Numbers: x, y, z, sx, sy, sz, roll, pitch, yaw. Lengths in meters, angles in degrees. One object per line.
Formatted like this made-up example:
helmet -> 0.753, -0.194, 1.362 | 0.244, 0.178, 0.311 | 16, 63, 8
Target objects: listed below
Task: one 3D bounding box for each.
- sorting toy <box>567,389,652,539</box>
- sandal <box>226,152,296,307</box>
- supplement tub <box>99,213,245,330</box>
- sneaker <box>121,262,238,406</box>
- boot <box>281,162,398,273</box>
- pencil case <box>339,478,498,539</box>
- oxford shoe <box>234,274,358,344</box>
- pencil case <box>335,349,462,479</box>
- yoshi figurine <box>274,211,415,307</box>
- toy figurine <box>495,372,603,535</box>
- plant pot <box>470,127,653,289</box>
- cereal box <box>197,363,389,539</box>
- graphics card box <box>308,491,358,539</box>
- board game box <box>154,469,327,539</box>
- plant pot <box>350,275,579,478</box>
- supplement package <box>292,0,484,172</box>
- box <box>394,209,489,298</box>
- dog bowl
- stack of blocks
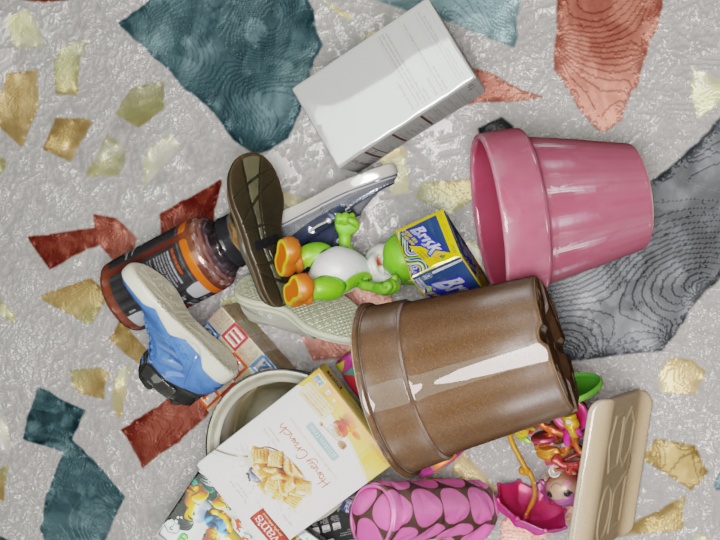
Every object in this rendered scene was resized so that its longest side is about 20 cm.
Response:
sorting toy -> 0.286, 0.233, 1.052 | 0.036, 0.200, 0.185 | 9, 91, 32
sandal -> -0.133, -0.050, 1.162 | 0.055, 0.082, 0.200 | -8, 100, 47
supplement tub -> -0.242, -0.003, 1.217 | 0.200, 0.107, 0.107 | -26, 86, 14
sneaker -> -0.261, 0.091, 1.161 | 0.111, 0.077, 0.200 | -35, 110, 13
boot -> -0.026, -0.064, 1.185 | 0.200, 0.073, 0.090 | -24, 92, 23
pencil case -> 0.078, 0.303, 1.109 | 0.091, 0.200, 0.094 | 31, 106, 49
oxford shoe -> -0.076, 0.057, 1.190 | 0.200, 0.075, 0.058 | 16, 138, 25
pencil case -> 0.054, 0.167, 1.164 | 0.088, 0.088, 0.200 | -36, 85, 13
yoshi figurine -> 0.004, -0.012, 1.119 | 0.200, 0.112, 0.113 | -4, 104, -26
toy figurine -> 0.222, 0.231, 1.102 | 0.200, 0.150, 0.184 | -14, 101, 30
plant pot -> 0.235, -0.073, 1.062 | 0.179, 0.200, 0.200 | -8, 91, -1
cereal box -> -0.077, 0.228, 1.088 | 0.200, 0.040, 0.144 | -40, 88, 11
graphics card box -> -0.033, 0.355, 1.211 | 0.125, 0.051, 0.200 | -18, 89, 15
board game box -> -0.155, 0.354, 1.188 | 0.200, 0.035, 0.126 | 33, 88, 12
plant pot -> 0.120, 0.105, 0.980 | 0.198, 0.200, 0.201 | -17, 89, 18
supplement package -> 0.038, -0.225, 1.131 | 0.200, 0.117, 0.117 | -31, 86, 13
box -> 0.109, 0.009, 1.077 | 0.064, 0.200, 0.070 | -25, 59, 12
dog bowl -> -0.089, 0.216, 1.146 | 0.200, 0.074, 0.200 | 1, 96, 9
stack of blocks -> -0.151, 0.157, 1.226 | 0.115, 0.059, 0.200 | -45, 82, 12
